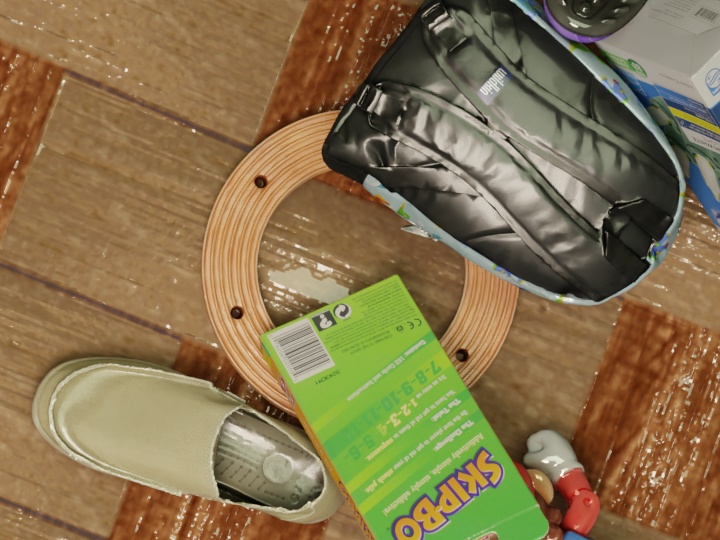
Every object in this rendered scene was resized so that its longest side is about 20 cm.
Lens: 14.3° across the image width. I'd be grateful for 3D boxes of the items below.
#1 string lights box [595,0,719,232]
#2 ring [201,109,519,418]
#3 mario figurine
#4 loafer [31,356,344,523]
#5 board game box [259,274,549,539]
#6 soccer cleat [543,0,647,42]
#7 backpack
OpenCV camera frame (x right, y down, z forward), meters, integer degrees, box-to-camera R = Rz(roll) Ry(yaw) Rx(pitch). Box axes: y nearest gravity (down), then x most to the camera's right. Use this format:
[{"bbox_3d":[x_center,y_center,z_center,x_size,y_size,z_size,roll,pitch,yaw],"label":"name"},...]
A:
[{"bbox_3d":[0.232,-0.079,1.738,0.059,0.103,0.200,-44,124,-11],"label":"string lights box"},{"bbox_3d":[0.000,0.000,1.783,0.200,0.019,0.201,1,84,-9],"label":"ring"},{"bbox_3d":[0.118,0.181,1.767,0.200,0.123,0.106,36,123,-11],"label":"mario figurine"},{"bbox_3d":[-0.099,0.100,1.733,0.200,0.068,0.076,16,82,-7],"label":"loafer"},{"bbox_3d":[0.026,0.100,1.708,0.095,0.030,0.200,-24,57,-13],"label":"board game box"},{"bbox_3d":[0.142,-0.192,1.746,0.068,0.073,0.200,22,43,-7],"label":"soccer cleat"},{"bbox_3d":[0.104,-0.068,1.731,0.200,0.154,0.163,35,91,12],"label":"backpack"}]
